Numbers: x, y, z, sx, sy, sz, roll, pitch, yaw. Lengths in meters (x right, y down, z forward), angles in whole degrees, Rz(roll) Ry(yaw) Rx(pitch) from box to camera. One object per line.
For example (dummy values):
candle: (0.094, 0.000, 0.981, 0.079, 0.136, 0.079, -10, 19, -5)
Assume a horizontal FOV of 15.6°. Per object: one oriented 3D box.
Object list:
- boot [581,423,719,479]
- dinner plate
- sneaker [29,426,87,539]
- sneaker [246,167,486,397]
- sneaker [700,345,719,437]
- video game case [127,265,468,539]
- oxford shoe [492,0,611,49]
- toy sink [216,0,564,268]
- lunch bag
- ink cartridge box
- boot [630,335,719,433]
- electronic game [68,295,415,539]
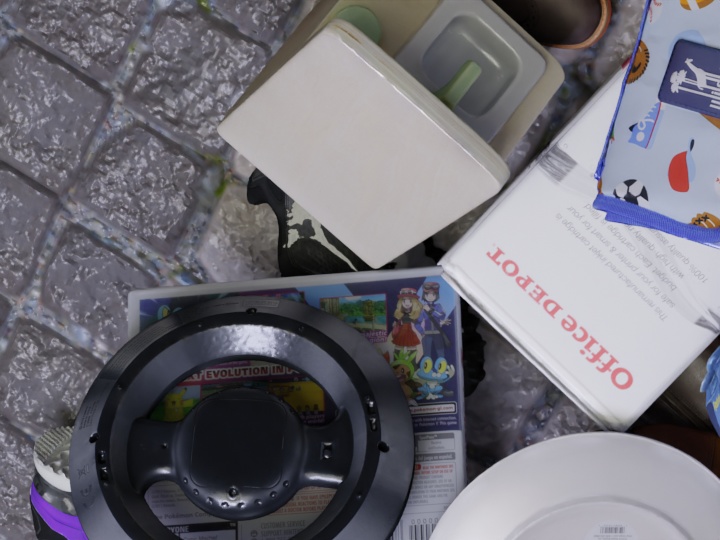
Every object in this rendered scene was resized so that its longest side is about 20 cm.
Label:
boot: (0.227, 0.177, 1.544, 0.199, 0.068, 0.189, -3, 93, 2)
dinner plate: (0.131, 0.187, 1.491, 0.199, 0.024, 0.201, -2, 108, -7)
sneaker: (-0.130, 0.183, 1.730, 0.200, 0.070, 0.100, 25, 122, 14)
sneaker: (0.000, 0.000, 1.615, 0.090, 0.066, 0.200, -32, 92, 29)
sneaker: (0.219, 0.059, 1.424, 0.074, 0.082, 0.200, -30, 143, -9)
video game case: (-0.038, 0.092, 1.538, 0.199, 0.023, 0.183, -4, 70, 8)
oxford shoe: (0.050, -0.180, 1.523, 0.200, 0.073, 0.071, 27, 113, 8)
toy sink: (0.025, -0.103, 1.484, 0.130, 0.112, 0.200, 40, 157, -7)
lunch bag: (0.237, -0.082, 1.391, 0.199, 0.124, 0.171, 17, 92, 6)
ink cartridge box: (0.163, -0.027, 1.504, 0.146, 0.085, 0.200, 44, 97, 0)
boot: (0.175, 0.107, 1.589, 0.200, 0.064, 0.187, 37, 104, 0)
electronic game: (-0.068, 0.105, 1.502, 0.199, 0.200, 0.042, 17, 156, 13)
